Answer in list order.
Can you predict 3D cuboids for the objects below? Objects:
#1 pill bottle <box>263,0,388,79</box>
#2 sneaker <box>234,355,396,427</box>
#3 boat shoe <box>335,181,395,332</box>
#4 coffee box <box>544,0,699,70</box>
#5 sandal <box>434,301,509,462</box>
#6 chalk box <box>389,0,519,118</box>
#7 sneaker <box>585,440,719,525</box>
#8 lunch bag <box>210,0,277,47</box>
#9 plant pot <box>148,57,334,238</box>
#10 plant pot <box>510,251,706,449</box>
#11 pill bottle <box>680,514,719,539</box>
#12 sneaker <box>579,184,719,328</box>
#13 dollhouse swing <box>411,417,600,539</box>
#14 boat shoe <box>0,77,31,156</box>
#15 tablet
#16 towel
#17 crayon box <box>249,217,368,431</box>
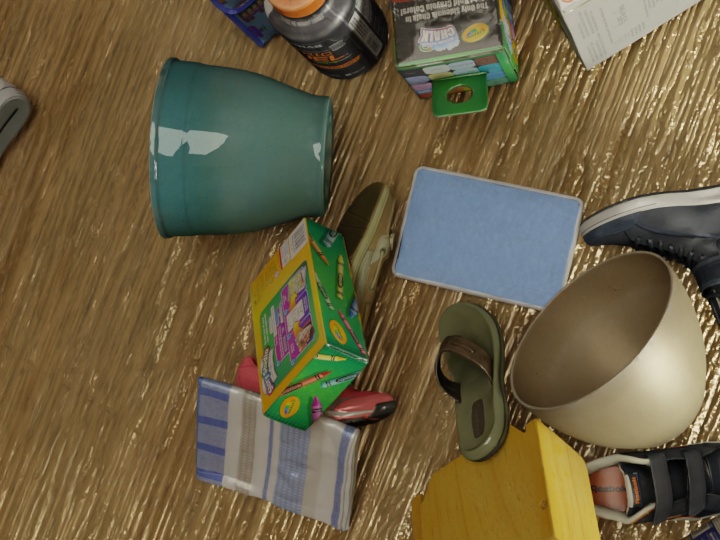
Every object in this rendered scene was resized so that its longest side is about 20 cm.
[{"bbox_3d":[-0.043,-0.290,1.284,0.105,0.200,0.108,-2,82,16],"label":"pill bottle"},{"bbox_3d":[-0.057,0.131,1.302,0.197,0.074,0.088,-1,81,17],"label":"sneaker"},{"bbox_3d":[0.001,0.001,1.312,0.073,0.063,0.203,8,78,61],"label":"boat shoe"},{"bbox_3d":[0.261,-0.367,1.203,0.199,0.199,0.199,-31,75,11],"label":"coffee box"},{"bbox_3d":[0.111,0.106,1.215,0.080,0.057,0.202,-47,31,31],"label":"sandal"},{"bbox_3d":[0.104,-0.267,1.279,0.123,0.124,0.203,-6,82,15],"label":"chalk box"},{"bbox_3d":[0.308,0.220,1.179,0.197,0.079,0.080,-12,79,13],"label":"sneaker"},{"bbox_3d":[-0.113,-0.363,1.315,0.150,0.200,0.095,-36,74,10],"label":"lunch bag"},{"bbox_3d":[-0.125,-0.131,1.302,0.185,0.200,0.203,4,84,2],"label":"plant pot"},{"bbox_3d":[0.268,0.101,1.165,0.200,0.201,0.134,-43,110,7],"label":"plant pot"},{"bbox_3d":[0.413,0.266,1.123,0.199,0.112,0.113,-36,75,10],"label":"pill bottle"},{"bbox_3d":[0.334,-0.006,1.199,0.199,0.077,0.148,-8,78,14],"label":"sneaker"},{"bbox_3d":[0.184,0.288,1.189,0.200,0.174,0.183,-42,37,37],"label":"dollhouse swing"},{"bbox_3d":[-0.500,-0.157,1.483,0.200,0.074,0.067,-48,55,-1],"label":"boat shoe"},{"bbox_3d":[0.141,-0.036,1.295,0.197,0.014,0.132,13,87,17],"label":"tablet"},{"bbox_3d":[-0.095,0.205,1.286,0.198,0.024,0.149,17,124,15],"label":"towel"},{"bbox_3d":[-0.060,0.055,1.249,0.119,0.058,0.201,-48,34,29],"label":"crayon box"}]
